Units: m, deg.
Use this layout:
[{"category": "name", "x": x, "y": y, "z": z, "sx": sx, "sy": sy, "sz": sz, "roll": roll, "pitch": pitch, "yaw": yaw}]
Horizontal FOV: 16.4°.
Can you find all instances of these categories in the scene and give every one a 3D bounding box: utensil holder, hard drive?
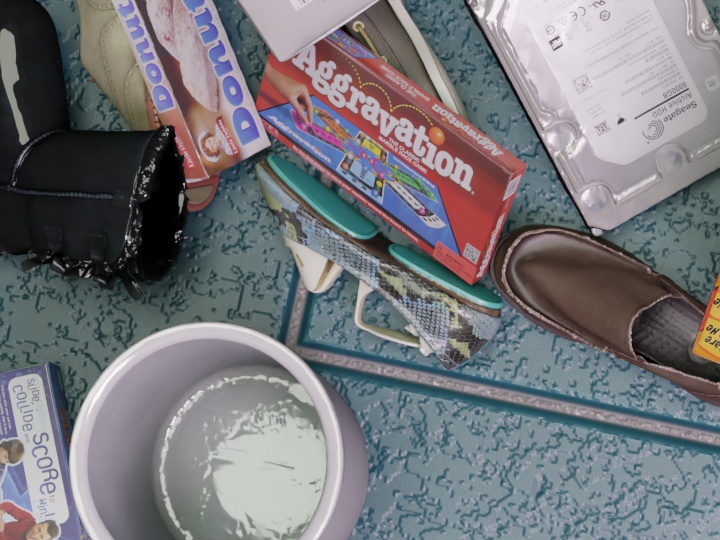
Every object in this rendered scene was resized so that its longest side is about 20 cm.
[{"category": "utensil holder", "x": -0.082, "y": 0.127, "z": 1.611, "sx": 0.169, "sy": 0.200, "sz": 0.171, "roll": -1, "pitch": 82, "yaw": 7}, {"category": "hard drive", "x": 0.167, "y": -0.139, "z": 1.647, "sx": 0.139, "sy": 0.038, "sz": 0.200, "roll": -29, "pitch": 112, "yaw": 2}]

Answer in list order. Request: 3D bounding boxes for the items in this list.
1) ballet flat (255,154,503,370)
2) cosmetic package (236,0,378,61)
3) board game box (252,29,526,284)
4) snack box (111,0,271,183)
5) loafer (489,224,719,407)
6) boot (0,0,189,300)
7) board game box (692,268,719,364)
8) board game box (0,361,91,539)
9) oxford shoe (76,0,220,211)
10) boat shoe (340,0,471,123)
[{"category": "ballet flat", "x": 0.000, "y": 0.000, "z": 1.687, "sx": 0.200, "sy": 0.074, "sz": 0.074, "roll": 34, "pitch": 88, "yaw": 13}, {"category": "cosmetic package", "x": -0.051, "y": -0.226, "z": 1.649, "sx": 0.107, "sy": 0.200, "sz": 0.090, "roll": -33, "pitch": 115, "yaw": 4}, {"category": "board game box", "x": 0.016, "y": -0.086, "z": 1.666, "sx": 0.200, "sy": 0.103, "sz": 0.019, "roll": 37, "pitch": 45, "yaw": 20}, {"category": "snack box", "x": -0.126, "y": -0.164, "z": 1.687, "sx": 0.024, "sy": 0.072, "sz": 0.201, "roll": -14, "pitch": 102, "yaw": 41}, {"category": "loafer", "x": 0.180, "y": 0.023, "z": 1.656, "sx": 0.199, "sy": 0.071, "sz": 0.073, "roll": 24, "pitch": 87, "yaw": 9}, {"category": "boot", "x": -0.192, "y": -0.086, "z": 1.687, "sx": 0.162, "sy": 0.073, "sz": 0.199, "roll": 9, "pitch": 92, "yaw": 32}, {"category": "board game box", "x": 0.340, "y": -0.025, "z": 1.553, "sx": 0.199, "sy": 0.200, "sz": 0.200, "roll": 20, "pitch": 103, "yaw": 9}, {"category": "board game box", "x": -0.254, "y": 0.175, "z": 1.710, "sx": 0.135, "sy": 0.034, "sz": 0.201, "roll": -12, "pitch": 82, "yaw": 5}, {"category": "oxford shoe", "x": -0.149, "y": -0.134, "z": 1.730, "sx": 0.074, "sy": 0.071, "sz": 0.201, "roll": -16, "pitch": 86, "yaw": 37}, {"category": "boat shoe", "x": 0.021, "y": -0.141, "z": 1.697, "sx": 0.060, "sy": 0.072, "sz": 0.202, "roll": -28, "pitch": 74, "yaw": 2}]
